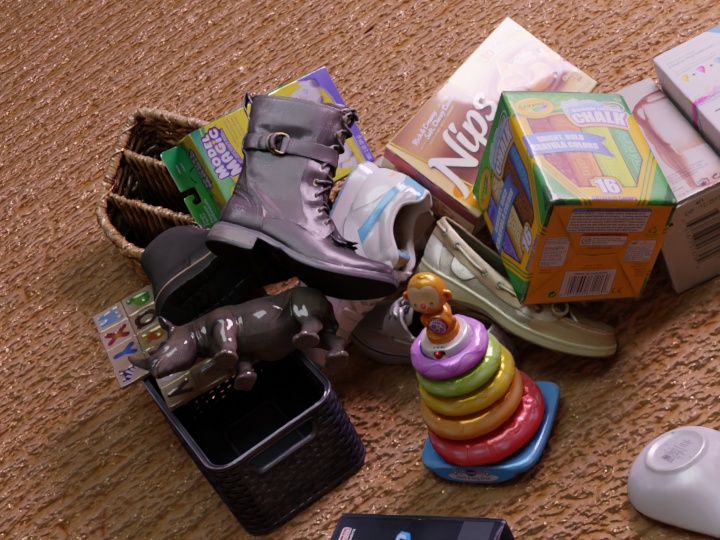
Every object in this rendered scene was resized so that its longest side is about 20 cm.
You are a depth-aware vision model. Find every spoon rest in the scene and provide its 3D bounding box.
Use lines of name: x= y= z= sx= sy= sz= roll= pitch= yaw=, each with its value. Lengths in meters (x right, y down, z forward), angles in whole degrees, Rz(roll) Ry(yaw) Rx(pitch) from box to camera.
spoon rest: x=0.285 y=0.178 z=1.391 sx=0.099 sy=0.061 sz=0.200 roll=-35 pitch=23 yaw=-13

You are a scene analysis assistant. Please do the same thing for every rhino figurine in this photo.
rhino figurine: x=-0.113 y=0.064 z=1.594 sx=0.199 sy=0.060 sz=0.088 roll=-11 pitch=38 yaw=2

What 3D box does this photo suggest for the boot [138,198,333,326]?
boot: x=-0.127 y=-0.033 z=1.720 sx=0.200 sy=0.078 sz=0.138 roll=-30 pitch=31 yaw=-6

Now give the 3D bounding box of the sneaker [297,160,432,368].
sneaker: x=0.000 y=0.000 z=1.658 sx=0.081 sy=0.076 sz=0.201 roll=21 pitch=90 yaw=27

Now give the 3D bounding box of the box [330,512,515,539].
box: x=0.027 y=0.288 z=1.414 sx=0.158 sy=0.046 sz=0.200 roll=-2 pitch=43 yaw=30

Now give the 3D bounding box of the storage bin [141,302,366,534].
storage bin: x=-0.101 y=0.135 z=1.644 sx=0.135 sy=0.094 sz=0.200 roll=-34 pitch=37 yaw=-10

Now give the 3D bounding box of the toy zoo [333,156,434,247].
toy zoo: x=0.003 y=-0.041 z=1.787 sx=0.131 sy=0.020 sz=0.200 roll=-50 pitch=23 yaw=8

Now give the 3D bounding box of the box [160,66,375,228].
box: x=-0.097 y=-0.118 z=1.819 sx=0.200 sy=0.118 sz=0.048 roll=-30 pitch=2 yaw=-21

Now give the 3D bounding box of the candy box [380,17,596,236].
candy box: x=0.126 y=-0.141 z=1.716 sx=0.115 sy=0.055 sz=0.200 roll=38 pitch=68 yaw=11

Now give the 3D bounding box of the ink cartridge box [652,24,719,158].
ink cartridge box: x=0.383 y=-0.136 z=1.643 sx=0.128 sy=0.125 sz=0.200 roll=-27 pitch=35 yaw=0

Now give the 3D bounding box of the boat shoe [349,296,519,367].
boat shoe: x=0.059 y=0.052 z=1.664 sx=0.200 sy=0.070 sz=0.071 roll=17 pitch=54 yaw=43

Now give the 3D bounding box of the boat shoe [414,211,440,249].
boat shoe: x=0.072 y=-0.102 z=1.841 sx=0.069 sy=0.074 sz=0.200 roll=-1 pitch=44 yaw=23

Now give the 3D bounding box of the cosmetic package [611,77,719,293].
cosmetic package: x=0.287 y=-0.084 z=1.662 sx=0.087 sy=0.104 sz=0.200 roll=-26 pitch=38 yaw=0

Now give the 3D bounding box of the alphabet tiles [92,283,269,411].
alphabet tiles: x=-0.166 y=0.056 z=1.698 sx=0.167 sy=0.008 sz=0.200 roll=-29 pitch=35 yaw=-4

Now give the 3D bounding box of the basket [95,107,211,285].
basket: x=-0.205 y=-0.072 z=1.917 sx=0.200 sy=0.149 sz=0.143 roll=19 pitch=56 yaw=44

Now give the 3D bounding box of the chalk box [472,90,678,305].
chalk box: x=0.183 y=-0.082 z=1.588 sx=0.124 sy=0.124 sz=0.200 roll=-2 pitch=45 yaw=-17

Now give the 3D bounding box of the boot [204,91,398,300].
boot: x=-0.038 y=-0.076 z=1.620 sx=0.199 sy=0.069 sz=0.175 roll=18 pitch=70 yaw=7

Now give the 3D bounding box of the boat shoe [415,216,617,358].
boat shoe: x=0.146 y=0.018 z=1.597 sx=0.200 sy=0.063 sz=0.073 roll=27 pitch=16 yaw=23

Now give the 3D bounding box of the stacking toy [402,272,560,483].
stacking toy: x=0.085 y=0.079 z=1.503 sx=0.116 sy=0.200 sz=0.110 roll=-2 pitch=43 yaw=29
